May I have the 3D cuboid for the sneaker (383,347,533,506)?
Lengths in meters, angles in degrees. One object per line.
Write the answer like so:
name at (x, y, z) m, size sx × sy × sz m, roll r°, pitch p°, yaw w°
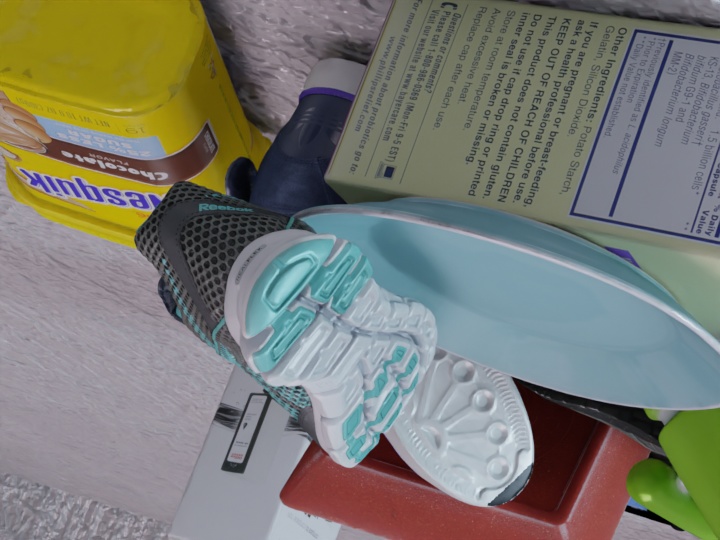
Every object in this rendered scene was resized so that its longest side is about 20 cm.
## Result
sneaker at (0.019, 0.050, 1.136) m, size 0.200 × 0.081 × 0.146 m, roll 49°, pitch 175°, yaw -6°

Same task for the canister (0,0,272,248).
canister at (-0.131, -0.085, 0.970) m, size 0.148 × 0.087 × 0.200 m, roll 17°, pitch 164°, yaw 12°

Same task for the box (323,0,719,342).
box at (0.117, -0.029, 0.812) m, size 0.200 × 0.097 × 0.176 m, roll 13°, pitch 164°, yaw 30°

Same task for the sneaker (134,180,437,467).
sneaker at (-0.030, 0.017, 0.785) m, size 0.091 × 0.078 × 0.200 m, roll 32°, pitch 167°, yaw 25°

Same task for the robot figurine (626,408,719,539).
robot figurine at (0.214, 0.084, 0.923) m, size 0.175 × 0.200 × 0.116 m, roll -41°, pitch 158°, yaw 32°

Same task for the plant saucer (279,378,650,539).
plant saucer at (0.078, 0.092, 1.170) m, size 0.200 × 0.200 × 0.037 m, roll 15°, pitch 136°, yaw 19°

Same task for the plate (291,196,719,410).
plate at (0.065, 0.010, 0.780) m, size 0.200 × 0.026 × 0.200 m, roll 19°, pitch 166°, yaw 5°

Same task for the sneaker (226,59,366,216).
sneaker at (0.000, 0.000, 0.942) m, size 0.081 × 0.146 × 0.200 m, roll 13°, pitch 163°, yaw 26°

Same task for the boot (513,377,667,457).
boot at (0.167, 0.080, 1.108) m, size 0.200 × 0.068 × 0.131 m, roll 32°, pitch 175°, yaw 39°

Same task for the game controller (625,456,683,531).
game controller at (0.181, 0.159, 1.517) m, size 0.200 × 0.042 × 0.104 m, roll 16°, pitch 165°, yaw 16°

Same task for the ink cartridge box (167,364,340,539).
ink cartridge box at (-0.056, 0.141, 1.455) m, size 0.084 × 0.200 × 0.146 m, roll 15°, pitch 165°, yaw 20°

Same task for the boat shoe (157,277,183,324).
boat shoe at (-0.074, 0.008, 1.215) m, size 0.071 × 0.091 × 0.200 m, roll 14°, pitch 164°, yaw 24°
